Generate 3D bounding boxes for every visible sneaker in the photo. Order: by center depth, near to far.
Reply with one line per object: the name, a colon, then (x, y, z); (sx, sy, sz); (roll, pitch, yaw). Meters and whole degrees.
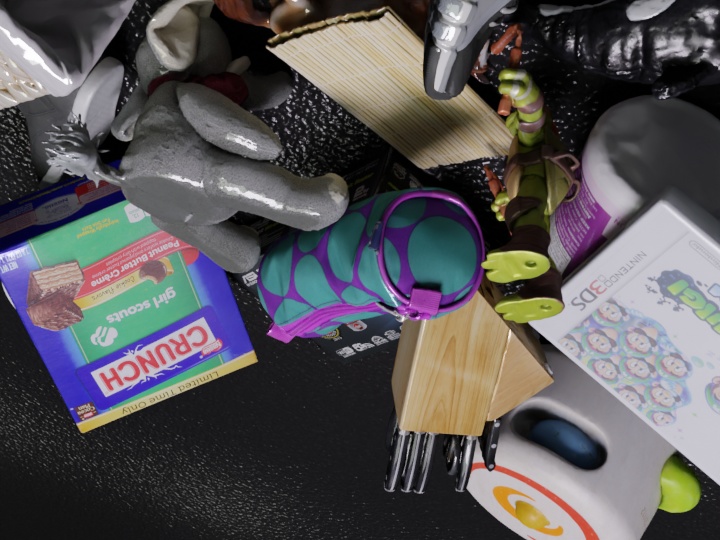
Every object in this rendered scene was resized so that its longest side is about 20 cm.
sneaker: (0.107, -0.179, 0.674); (0.115, 0.075, 0.201); (11, 126, -5)
sneaker: (-0.253, -0.136, 0.933); (0.099, 0.071, 0.200); (38, 149, -3)

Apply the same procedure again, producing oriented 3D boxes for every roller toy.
roller toy: (0.181, 0.171, 1.050); (0.182, 0.140, 0.200); (46, 155, -19)

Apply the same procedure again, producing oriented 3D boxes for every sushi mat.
sushi mat: (0.030, -0.121, 0.815); (0.095, 0.012, 0.200); (-7, 156, 34)

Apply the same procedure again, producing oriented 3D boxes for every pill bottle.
pill bottle: (0.190, -0.022, 0.845); (0.112, 0.113, 0.200); (17, 145, 1)

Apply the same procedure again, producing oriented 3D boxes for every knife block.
knife block: (0.053, 0.086, 0.931); (0.175, 0.064, 0.200); (-34, 120, 14)

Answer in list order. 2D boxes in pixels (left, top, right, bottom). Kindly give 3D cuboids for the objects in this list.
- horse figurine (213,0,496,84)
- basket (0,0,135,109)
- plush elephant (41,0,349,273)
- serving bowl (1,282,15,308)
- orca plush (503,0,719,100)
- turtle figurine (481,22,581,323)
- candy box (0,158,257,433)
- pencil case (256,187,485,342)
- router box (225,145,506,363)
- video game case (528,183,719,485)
horse figurine: (-0.011, -0.180, 0.765); (0.199, 0.050, 0.133); (2, 156, 8)
basket: (-0.237, -0.222, 0.694); (0.160, 0.200, 0.198); (-9, 137, 41)
plush elephant: (-0.112, -0.111, 0.839); (0.199, 0.155, 0.165); (22, 155, -19)
serving bowl: (-0.237, 0.015, 1.123); (0.199, 0.066, 0.200); (12, 144, 9)
orca plush: (0.183, -0.142, 0.720); (0.199, 0.071, 0.105); (11, 144, 10)
turtle figurine: (0.114, -0.050, 0.776); (0.064, 0.162, 0.200); (3, 148, 5)
candy box: (-0.199, 0.018, 0.983); (0.169, 0.077, 0.200); (-23, 128, -9)
pencil case: (0.000, 0.000, 0.832); (0.085, 0.093, 0.200); (27, 161, -23)
router box: (0.005, -0.005, 0.991); (0.150, 0.062, 0.200); (39, 140, -25)
video game case: (0.229, 0.055, 0.771); (0.200, 0.024, 0.182); (40, 146, 2)
